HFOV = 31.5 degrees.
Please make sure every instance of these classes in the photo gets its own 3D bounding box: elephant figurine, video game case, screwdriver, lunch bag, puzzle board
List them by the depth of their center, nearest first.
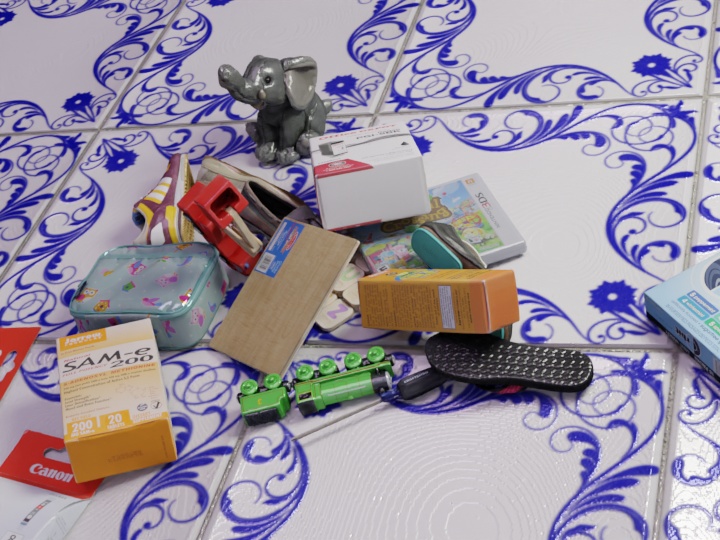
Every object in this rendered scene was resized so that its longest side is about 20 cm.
[{"bbox_3d":[0.009,0.155,1.498,0.199,0.028,0.029,-19,68,-6],"label":"screwdriver"},{"bbox_3d":[-0.097,0.033,1.630,0.151,0.017,0.200,19,75,47],"label":"puzzle board"},{"bbox_3d":[0.096,-0.051,1.699,0.199,0.022,0.182,-18,37,-7],"label":"video game case"},{"bbox_3d":[-0.287,0.029,1.725,0.199,0.077,0.161,0,43,21],"label":"lunch bag"},{"bbox_3d":[-0.125,-0.270,1.914,0.141,0.200,0.155,-16,39,3],"label":"elephant figurine"}]

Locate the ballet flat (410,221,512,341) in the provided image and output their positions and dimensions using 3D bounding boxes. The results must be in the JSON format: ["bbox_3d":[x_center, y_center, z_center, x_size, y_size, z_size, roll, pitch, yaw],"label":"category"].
[{"bbox_3d":[0.142,0.010,1.575,0.068,0.068,0.200,-11,54,-39],"label":"ballet flat"}]

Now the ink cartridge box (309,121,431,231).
[{"bbox_3d":[0.008,-0.132,1.737,0.146,0.083,0.200,-11,20,-2],"label":"ink cartridge box"}]

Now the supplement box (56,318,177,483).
[{"bbox_3d":[-0.302,0.156,1.568,0.126,0.074,0.200,-13,37,-9],"label":"supplement box"}]

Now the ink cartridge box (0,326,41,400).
[{"bbox_3d":[-0.562,0.120,1.750,0.199,0.057,0.163,-6,40,21],"label":"ink cartridge box"}]

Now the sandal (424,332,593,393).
[{"bbox_3d":[0.169,0.116,1.480,0.199,0.045,0.075,9,50,16],"label":"sandal"}]

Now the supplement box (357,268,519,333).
[{"bbox_3d":[0.090,0.035,1.526,0.200,0.069,0.066,-2,10,42],"label":"supplement box"}]

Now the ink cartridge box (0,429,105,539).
[{"bbox_3d":[-0.404,0.266,1.515,0.162,0.050,0.200,8,49,28],"label":"ink cartridge box"}]

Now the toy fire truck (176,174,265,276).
[{"bbox_3d":[-0.171,-0.056,1.680,0.049,0.200,0.141,-48,43,-13],"label":"toy fire truck"}]

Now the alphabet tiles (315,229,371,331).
[{"bbox_3d":[0.000,0.000,1.698,0.195,0.015,0.200,-33,41,-18],"label":"alphabet tiles"}]

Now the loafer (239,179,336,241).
[{"bbox_3d":[-0.098,-0.068,1.733,0.200,0.063,0.072,23,22,36],"label":"loafer"}]

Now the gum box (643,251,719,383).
[{"bbox_3d":[0.455,0.038,1.452,0.200,0.045,0.170,-26,39,-11],"label":"gum box"}]

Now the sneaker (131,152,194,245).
[{"bbox_3d":[-0.294,-0.104,1.885,0.090,0.075,0.200,-9,39,3],"label":"sneaker"}]

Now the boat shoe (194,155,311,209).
[{"bbox_3d":[-0.159,-0.105,1.849,0.200,0.072,0.065,26,91,27],"label":"boat shoe"}]

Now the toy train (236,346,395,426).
[{"bbox_3d":[-0.053,0.142,1.534,0.199,0.042,0.057,-14,49,5],"label":"toy train"}]
